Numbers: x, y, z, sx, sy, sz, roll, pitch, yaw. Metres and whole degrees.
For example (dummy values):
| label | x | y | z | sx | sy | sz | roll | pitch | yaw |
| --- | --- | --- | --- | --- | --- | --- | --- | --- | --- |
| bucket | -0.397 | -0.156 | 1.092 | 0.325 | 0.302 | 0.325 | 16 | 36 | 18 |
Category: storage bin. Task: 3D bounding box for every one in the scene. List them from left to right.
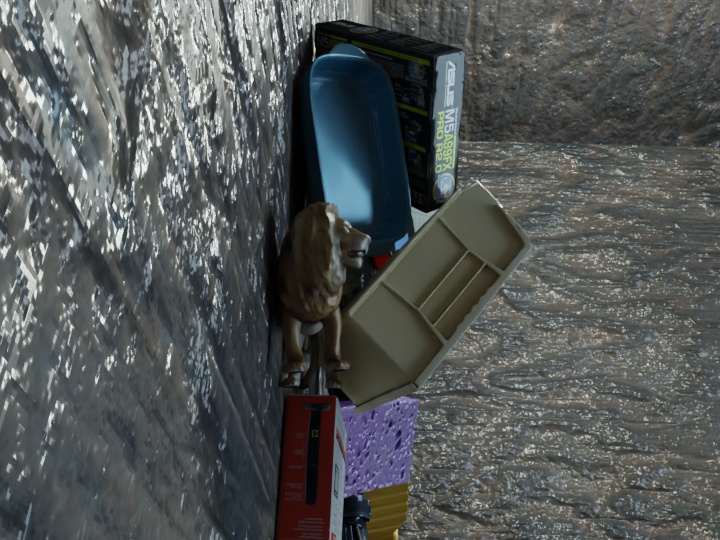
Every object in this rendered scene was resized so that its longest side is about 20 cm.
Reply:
| label | x | y | z | sx | sy | sz | roll | pitch | yaw |
| --- | --- | --- | --- | --- | --- | --- | --- | --- | --- |
| storage bin | 0.054 | 0.031 | 0.801 | 0.199 | 0.094 | 0.200 | -47 | 180 | -22 |

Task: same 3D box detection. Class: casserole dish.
| label | x | y | z | sx | sy | sz | roll | pitch | yaw |
| --- | --- | --- | --- | --- | --- | --- | --- | --- | --- |
| casserole dish | -0.009 | -0.112 | 0.757 | 0.120 | 0.038 | 0.204 | -8 | 89 | -45 |

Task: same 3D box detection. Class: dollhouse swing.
| label | x | y | z | sx | sy | sz | roll | pitch | yaw |
| --- | --- | --- | --- | --- | --- | --- | --- | --- | --- |
| dollhouse swing | 0.017 | 0.403 | 1.217 | 0.176 | 0.178 | 0.204 | -130 | -142 | -62 |

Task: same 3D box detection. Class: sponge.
| label | x | y | z | sx | sy | sz | roll | pitch | yaw |
| --- | --- | --- | --- | --- | --- | --- | --- | --- | --- |
| sponge | 0.007 | 0.218 | 0.978 | 0.199 | 0.029 | 0.114 | 9 | 90 | -56 |

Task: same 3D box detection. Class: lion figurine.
| label | x | y | z | sx | sy | sz | roll | pitch | yaw |
| --- | --- | --- | --- | --- | --- | --- | --- | --- | --- |
| lion figurine | -0.042 | 0.030 | 0.658 | 0.200 | 0.071 | 0.125 | 126 | -40 | -69 |

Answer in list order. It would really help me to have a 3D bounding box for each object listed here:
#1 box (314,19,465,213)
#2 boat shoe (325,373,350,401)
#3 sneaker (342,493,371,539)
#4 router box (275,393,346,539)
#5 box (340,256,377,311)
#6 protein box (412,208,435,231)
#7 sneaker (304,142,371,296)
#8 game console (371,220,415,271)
| label | x | y | z | sx | sy | sz | roll | pitch | yaw |
| --- | --- | --- | --- | --- | --- | --- | --- | --- | --- |
| box | 0.025 | -0.171 | 0.844 | 0.199 | 0.044 | 0.163 | 30 | -52 | 44 |
| boat shoe | -0.024 | 0.095 | 1.048 | 0.065 | 0.071 | 0.204 | 40 | 48 | -65 |
| sneaker | -0.023 | 0.286 | 1.034 | 0.204 | 0.075 | 0.149 | 88 | 3 | -58 |
| router box | -0.045 | 0.232 | 0.765 | 0.201 | 0.048 | 0.183 | 86 | 6 | -68 |
| box | 0.000 | 0.000 | 0.988 | 0.159 | 0.045 | 0.204 | 39 | 43 | -65 |
| protein box | 0.070 | -0.085 | 1.562 | 0.198 | 0.133 | 0.204 | -40 | -139 | 54 |
| sneaker | -0.030 | -0.065 | 0.838 | 0.100 | 0.068 | 0.204 | 114 | -19 | -76 |
| game console | 0.049 | -0.050 | 1.051 | 0.200 | 0.030 | 0.180 | 56 | 28 | -57 |
